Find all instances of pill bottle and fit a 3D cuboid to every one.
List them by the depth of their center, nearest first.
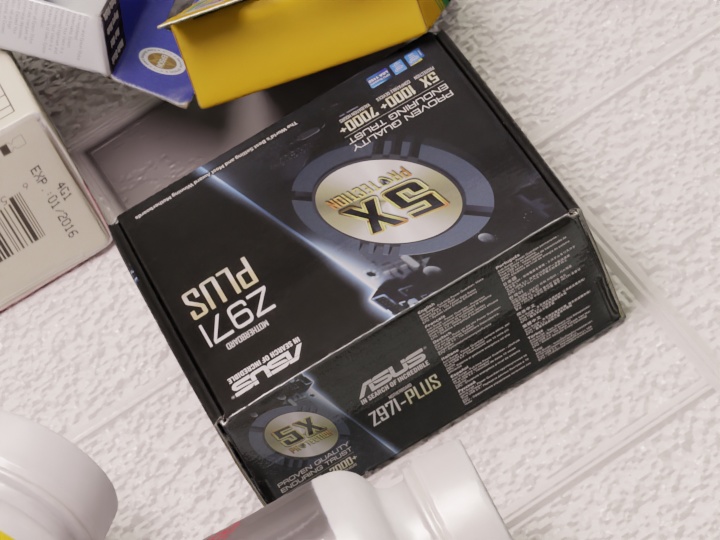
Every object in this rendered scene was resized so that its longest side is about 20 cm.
[{"bbox_3d":[-0.025,0.156,1.196,0.199,0.111,0.111,-28,44,0],"label":"pill bottle"},{"bbox_3d":[-0.194,0.170,1.263,0.114,0.115,0.201,6,53,30],"label":"pill bottle"}]

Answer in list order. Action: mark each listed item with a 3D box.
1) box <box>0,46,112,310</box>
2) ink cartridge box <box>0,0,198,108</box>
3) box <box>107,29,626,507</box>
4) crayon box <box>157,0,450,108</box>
[{"bbox_3d":[-0.238,-0.074,1.508,0.127,0.109,0.200,-30,44,-3],"label":"box"},{"bbox_3d":[-0.166,-0.177,1.511,0.199,0.041,0.200,16,32,-1],"label":"ink cartridge box"},{"bbox_3d":[0.000,0.000,1.342,0.199,0.086,0.164,-30,45,-2],"label":"box"},{"bbox_3d":[-0.024,-0.136,1.429,0.125,0.052,0.200,-18,9,11],"label":"crayon box"}]
